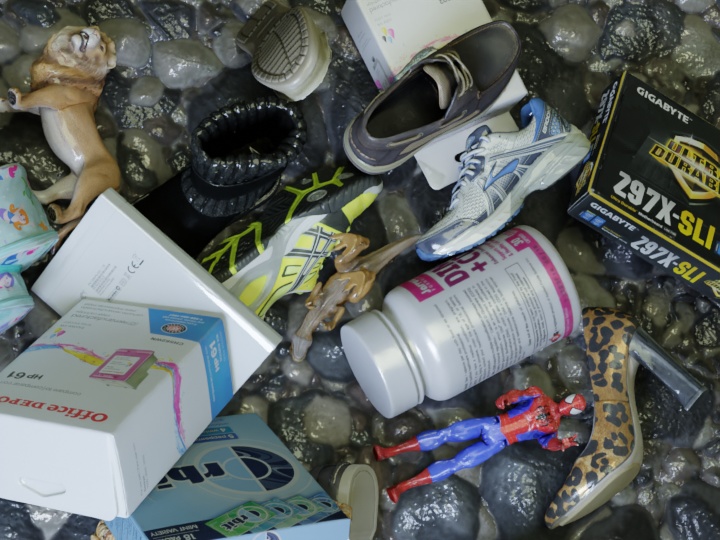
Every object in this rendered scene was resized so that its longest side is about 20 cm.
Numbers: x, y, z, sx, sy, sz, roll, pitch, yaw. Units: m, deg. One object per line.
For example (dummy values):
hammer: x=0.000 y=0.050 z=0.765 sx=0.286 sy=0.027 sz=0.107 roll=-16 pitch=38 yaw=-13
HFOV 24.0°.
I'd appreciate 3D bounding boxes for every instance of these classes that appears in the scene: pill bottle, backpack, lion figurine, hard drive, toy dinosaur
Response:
pill bottle: x=0.091 y=0.049 z=1.548 sx=0.200 sy=0.113 sz=0.114 roll=-27 pitch=85 yaw=-15
backpack: x=-0.355 y=-0.005 z=1.439 sx=0.200 sy=0.178 sz=0.151 roll=-32 pitch=90 yaw=-25
lion figurine: x=-0.260 y=-0.122 z=1.537 sx=0.122 sy=0.072 sz=0.200 roll=-15 pitch=92 yaw=-42
hard drive: x=-0.182 y=0.038 z=1.498 sx=0.200 sy=0.132 sz=0.027 roll=42 pitch=31 yaw=-1
toy dinosaur: x=0.000 y=0.000 z=1.561 sx=0.200 sy=0.106 sz=0.060 roll=-39 pitch=76 yaw=-10

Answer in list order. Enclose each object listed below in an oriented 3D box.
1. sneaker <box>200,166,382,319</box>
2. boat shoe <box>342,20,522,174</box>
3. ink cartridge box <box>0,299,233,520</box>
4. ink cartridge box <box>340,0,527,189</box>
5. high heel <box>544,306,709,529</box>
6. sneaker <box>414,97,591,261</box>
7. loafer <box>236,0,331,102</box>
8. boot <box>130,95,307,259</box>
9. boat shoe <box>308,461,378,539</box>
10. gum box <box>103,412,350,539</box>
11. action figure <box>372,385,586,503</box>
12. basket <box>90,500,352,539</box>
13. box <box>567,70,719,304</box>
sneaker: x=-0.058 y=-0.025 z=1.567 sx=0.200 sy=0.075 sz=0.076 roll=-37 pitch=119 yaw=-18
boat shoe: x=0.074 y=-0.160 z=1.537 sx=0.200 sy=0.073 sz=0.075 roll=-41 pitch=88 yaw=-14
ink cartridge box: x=-0.215 y=0.111 z=1.409 sx=0.144 sy=0.200 sz=0.085 roll=7 pitch=119 yaw=21
ink cartridge box: x=0.079 y=-0.191 z=1.618 sx=0.116 sy=0.067 sz=0.200 roll=-26 pitch=85 yaw=-15
high heel: x=0.211 y=0.135 z=1.597 sx=0.200 sy=0.071 sz=0.143 roll=-45 pitch=66 yaw=-3
sneaker: x=0.117 y=-0.087 z=1.582 sx=0.200 sy=0.077 sz=0.085 roll=-40 pitch=96 yaw=-17
loafer: x=-0.058 y=-0.196 z=1.537 sx=0.068 sy=0.200 sz=0.076 roll=37 pitch=100 yaw=-23
boot: x=-0.146 y=-0.068 z=1.501 sx=0.211 sy=0.158 sz=0.079 roll=-41 pitch=89 yaw=-16
boat shoe: x=-0.030 y=0.271 z=1.520 sx=0.063 sy=0.073 sz=0.200 roll=3 pitch=81 yaw=33
gum box: x=-0.128 y=0.188 z=1.414 sx=0.170 sy=0.200 sz=0.045 roll=-4 pitch=114 yaw=-26
action figure: x=0.117 y=0.151 z=1.531 sx=0.200 sy=0.099 sz=0.065 roll=-20 pitch=86 yaw=-8
basket: x=-0.123 y=0.242 z=1.425 sx=0.200 sy=0.143 sz=0.149 roll=12 pitch=79 yaw=13
box: x=0.305 y=-0.075 z=1.614 sx=0.200 sy=0.049 sz=0.160 roll=30 pitch=56 yaw=-12
